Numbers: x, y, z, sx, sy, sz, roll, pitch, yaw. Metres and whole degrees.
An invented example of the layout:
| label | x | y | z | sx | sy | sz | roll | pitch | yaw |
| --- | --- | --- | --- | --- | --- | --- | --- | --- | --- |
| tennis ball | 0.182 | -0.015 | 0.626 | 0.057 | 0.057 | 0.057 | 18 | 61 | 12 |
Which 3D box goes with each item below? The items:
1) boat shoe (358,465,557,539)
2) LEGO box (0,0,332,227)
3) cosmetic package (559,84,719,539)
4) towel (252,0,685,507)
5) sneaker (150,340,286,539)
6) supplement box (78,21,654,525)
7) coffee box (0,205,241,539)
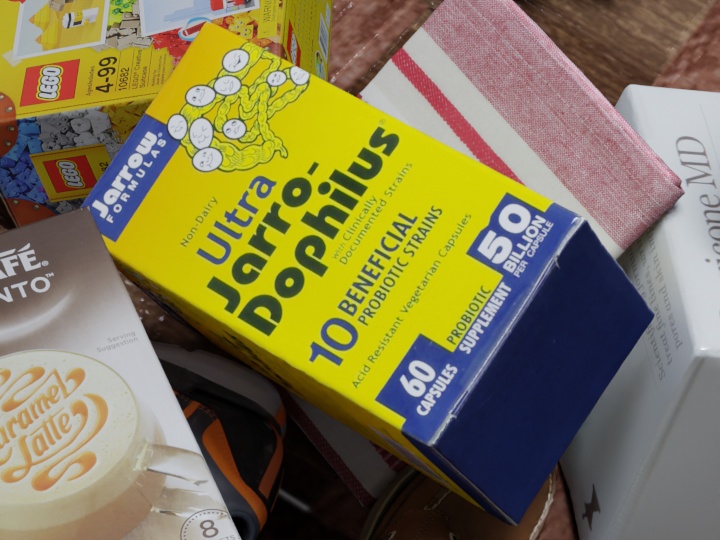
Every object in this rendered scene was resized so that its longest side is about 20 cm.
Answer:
| label | x | y | z | sx | sy | sz | roll | pitch | yaw |
| --- | --- | --- | --- | --- | --- | --- | --- | --- | --- |
| boat shoe | 0.026 | 0.138 | 1.078 | 0.200 | 0.068 | 0.072 | -47 | 107 | -29 |
| LEGO box | -0.094 | -0.122 | 1.260 | 0.149 | 0.077 | 0.200 | -8 | 46 | 11 |
| cosmetic package | 0.203 | 0.035 | 1.187 | 0.200 | 0.165 | 0.165 | 4 | 46 | -15 |
| towel | 0.030 | -0.014 | 1.152 | 0.144 | 0.200 | 0.023 | 50 | 16 | 26 |
| sneaker | -0.130 | 0.073 | 1.104 | 0.200 | 0.078 | 0.112 | 14 | 45 | -5 |
| supplement box | 0.000 | 0.000 | 1.075 | 0.200 | 0.110 | 0.109 | 29 | 81 | 31 |
| coffee box | -0.122 | 0.085 | 0.998 | 0.114 | 0.080 | 0.200 | -18 | 52 | -14 |
